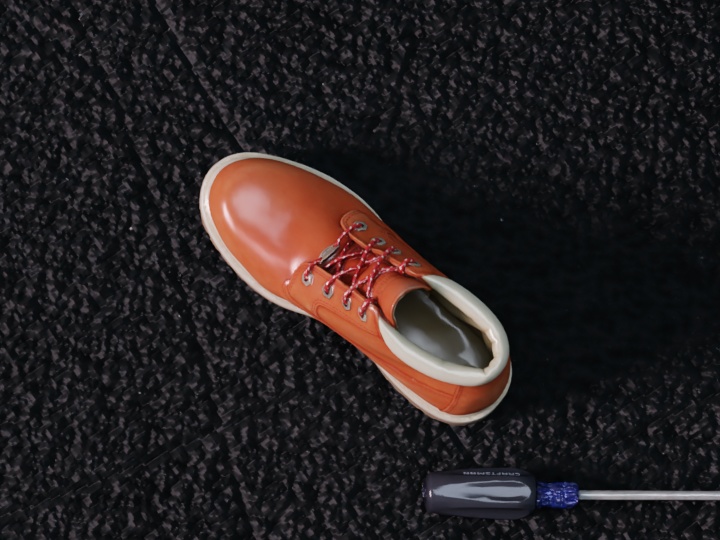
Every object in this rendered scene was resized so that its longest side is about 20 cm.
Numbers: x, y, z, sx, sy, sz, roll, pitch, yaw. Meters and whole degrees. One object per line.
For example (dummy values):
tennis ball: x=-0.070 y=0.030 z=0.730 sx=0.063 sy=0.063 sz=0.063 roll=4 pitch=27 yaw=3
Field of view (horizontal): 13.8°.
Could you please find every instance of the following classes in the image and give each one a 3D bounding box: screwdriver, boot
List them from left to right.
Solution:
boot: x=0.000 y=0.000 z=1.565 sx=0.200 sy=0.107 sz=0.075 roll=37 pitch=83 yaw=4
screwdriver: x=0.133 y=0.119 z=1.588 sx=0.199 sy=0.029 sz=0.028 roll=0 pitch=81 yaw=2
